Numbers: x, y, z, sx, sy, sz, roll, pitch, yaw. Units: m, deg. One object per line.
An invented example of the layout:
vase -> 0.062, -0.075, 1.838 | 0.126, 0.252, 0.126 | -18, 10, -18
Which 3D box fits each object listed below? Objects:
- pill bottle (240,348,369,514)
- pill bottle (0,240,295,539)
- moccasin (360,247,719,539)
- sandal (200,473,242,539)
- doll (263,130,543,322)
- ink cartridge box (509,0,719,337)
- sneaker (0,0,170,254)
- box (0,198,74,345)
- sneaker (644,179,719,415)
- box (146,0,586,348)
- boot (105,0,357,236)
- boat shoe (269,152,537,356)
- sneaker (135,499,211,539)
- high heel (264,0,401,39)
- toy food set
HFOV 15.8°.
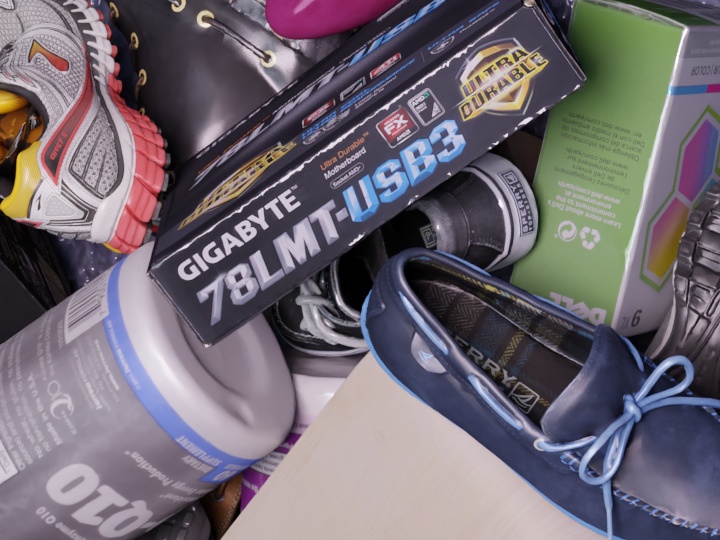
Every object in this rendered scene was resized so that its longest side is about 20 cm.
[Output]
pill bottle -> -0.005, 0.144, 1.284 | 0.112, 0.112, 0.201 | 7, 98, 30
pill bottle -> -0.139, 0.082, 1.224 | 0.200, 0.114, 0.114 | -34, 78, 23
moccasin -> 0.087, 0.058, 1.088 | 0.200, 0.068, 0.081 | 25, 64, 7
sandal -> -0.073, 0.112, 1.344 | 0.054, 0.082, 0.201 | -15, 89, 11
doll -> 0.005, -0.031, 1.297 | 0.200, 0.048, 0.137 | -33, 70, 31
ink cartridge box -> 0.124, -0.024, 1.195 | 0.059, 0.104, 0.201 | 19, 104, 28
sneaker -> -0.159, -0.083, 1.253 | 0.200, 0.082, 0.078 | 52, 126, 52
box -> -0.222, -0.024, 1.318 | 0.086, 0.164, 0.200 | -31, 53, 3
sneaker -> 0.152, 0.057, 1.167 | 0.074, 0.079, 0.200 | 26, 80, 22
box -> 0.000, -0.064, 1.155 | 0.200, 0.199, 0.050 | -35, 105, 9
boot -> -0.104, -0.096, 1.323 | 0.200, 0.073, 0.151 | 16, 86, 21
boat shoe -> 0.001, 0.003, 1.206 | 0.199, 0.068, 0.074 | -19, 92, 55
sneaker -> -0.142, 0.145, 1.336 | 0.200, 0.088, 0.076 | -5, 52, 38
high heel -> 0.026, -0.180, 1.213 | 0.200, 0.096, 0.067 | -42, 84, 11
toy food set -> 0.020, 0.138, 1.177 | 0.144, 0.060, 0.200 | 51, 117, 28
